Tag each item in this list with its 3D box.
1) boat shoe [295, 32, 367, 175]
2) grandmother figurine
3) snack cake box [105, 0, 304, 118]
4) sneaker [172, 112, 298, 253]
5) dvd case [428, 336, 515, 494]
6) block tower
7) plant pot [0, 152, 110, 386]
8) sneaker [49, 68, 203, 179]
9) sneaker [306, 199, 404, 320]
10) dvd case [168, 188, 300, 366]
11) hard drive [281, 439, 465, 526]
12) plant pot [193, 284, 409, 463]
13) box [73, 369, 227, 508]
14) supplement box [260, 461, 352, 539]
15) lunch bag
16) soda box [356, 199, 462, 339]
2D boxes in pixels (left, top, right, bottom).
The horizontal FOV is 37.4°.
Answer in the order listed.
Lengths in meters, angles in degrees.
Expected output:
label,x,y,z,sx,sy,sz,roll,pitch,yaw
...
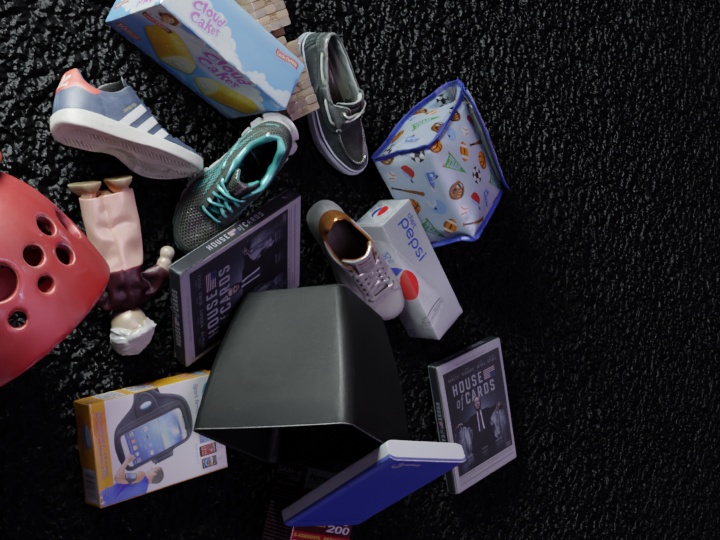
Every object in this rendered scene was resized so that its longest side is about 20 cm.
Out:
label,x,y,z,sx,sy,sz,roll,pitch,yaw
boat shoe,-0.030,-0.216,1.395,0.072,0.071,0.201,-41,119,-35
grandmother figurine,-0.267,-0.003,1.191,0.121,0.061,0.201,-9,102,-15
snack cake box,-0.176,-0.261,1.224,0.200,0.115,0.068,37,67,-38
sneaker,-0.150,-0.099,1.230,0.077,0.091,0.200,37,97,-13
dvd case,0.173,0.219,1.626,0.150,0.025,0.201,-20,106,-42
block tower,-0.116,-0.286,1.322,0.054,0.058,0.201,-33,111,-38
plant pot,-0.365,-0.007,0.997,0.201,0.200,0.183,-49,120,-31
sneaker,-0.253,-0.165,1.188,0.200,0.075,0.085,23,57,-50
sneaker,0.000,0.000,1.412,0.073,0.085,0.200,-41,117,-5
dvd case,-0.146,0.007,1.277,0.200,0.025,0.151,-38,146,-37
hard drive,0.015,0.262,1.296,0.131,0.200,0.025,11,51,-43
plant pot,-0.059,0.125,1.281,0.200,0.198,0.178,43,46,-58
box,-0.231,0.189,1.240,0.199,0.041,0.120,-11,99,-41
supplement box,-0.072,0.357,1.382,0.109,0.061,0.201,21,76,-42
lunch bag,0.131,-0.157,1.521,0.171,0.123,0.200,63,39,-25
soda box,0.069,0.000,1.501,0.068,0.063,0.201,-44,120,-33
